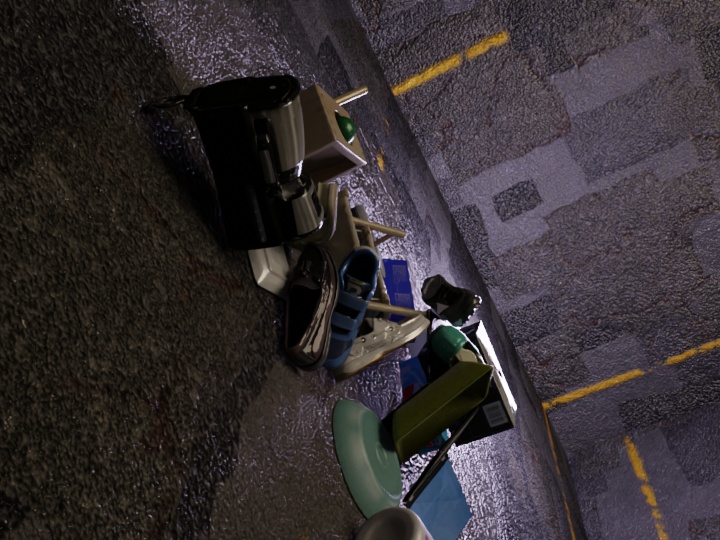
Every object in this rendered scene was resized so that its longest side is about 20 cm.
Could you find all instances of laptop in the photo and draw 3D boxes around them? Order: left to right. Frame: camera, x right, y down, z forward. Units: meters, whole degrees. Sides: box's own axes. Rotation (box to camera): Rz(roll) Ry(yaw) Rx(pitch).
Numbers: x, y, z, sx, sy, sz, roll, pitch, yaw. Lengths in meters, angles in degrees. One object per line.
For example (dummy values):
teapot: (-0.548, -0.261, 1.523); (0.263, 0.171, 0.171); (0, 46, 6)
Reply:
laptop: (0.104, 0.189, 1.390); (0.177, 0.103, 0.202); (38, 50, -63)
laptop: (0.167, 0.374, 1.344); (0.116, 0.201, 0.187); (37, 29, 14)

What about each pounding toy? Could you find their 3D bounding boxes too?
pounding toy: (-0.080, -0.232, 1.291); (0.143, 0.199, 0.184); (70, 15, 12)

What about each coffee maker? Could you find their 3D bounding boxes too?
coffee maker: (-0.153, -0.141, 1.017); (0.135, 0.191, 0.201); (-54, 144, -50)

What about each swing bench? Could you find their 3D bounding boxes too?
swing bench: (0.000, 0.000, 1.368); (0.200, 0.129, 0.200); (29, 39, -46)

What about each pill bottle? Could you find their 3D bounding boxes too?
pill bottle: (0.076, 0.424, 1.055); (0.201, 0.104, 0.104); (59, 17, -26)

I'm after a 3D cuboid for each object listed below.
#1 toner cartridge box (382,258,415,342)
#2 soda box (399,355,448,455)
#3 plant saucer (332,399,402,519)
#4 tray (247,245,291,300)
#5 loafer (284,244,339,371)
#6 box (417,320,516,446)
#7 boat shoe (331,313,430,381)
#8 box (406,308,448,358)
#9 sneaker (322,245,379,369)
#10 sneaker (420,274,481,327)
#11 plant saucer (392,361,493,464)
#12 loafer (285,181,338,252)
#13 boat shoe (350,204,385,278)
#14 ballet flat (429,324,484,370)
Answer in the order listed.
toner cartridge box: (0.054, 0.057, 1.532); (0.201, 0.094, 0.043); (-94, -169, -49)
soda box: (0.126, 0.263, 1.545); (0.068, 0.064, 0.201); (57, 17, -34)
plant saucer: (0.019, 0.289, 1.190); (0.201, 0.036, 0.201); (58, 18, -30)
tray: (-0.144, -0.058, 1.158); (0.107, 0.022, 0.201); (38, 32, -63)
loafer: (-0.075, 0.043, 1.116); (0.063, 0.071, 0.201); (45, 39, -50)
box: (0.217, 0.222, 1.540); (0.201, 0.131, 0.115); (67, 16, -4)
boat shoe: (0.028, 0.106, 1.256); (0.199, 0.071, 0.070); (-26, 82, -33)
box: (0.186, 0.198, 1.771); (0.152, 0.106, 0.201); (27, 43, -68)
sneaker: (-0.024, 0.050, 1.170); (0.082, 0.073, 0.201); (136, -27, -74)
sneaker: (0.151, 0.049, 1.380); (0.090, 0.067, 0.200); (38, -4, -7)
plant saucer: (0.127, 0.231, 1.298); (0.048, 0.199, 0.200); (50, -11, 22)
loafer: (-0.083, -0.075, 1.168); (0.200, 0.068, 0.076); (131, -35, -63)
boat shoe: (0.000, -0.054, 1.571); (0.070, 0.066, 0.201); (67, 5, -52)
ballet flat: (0.179, 0.156, 1.344); (0.070, 0.067, 0.200); (44, 0, 34)
